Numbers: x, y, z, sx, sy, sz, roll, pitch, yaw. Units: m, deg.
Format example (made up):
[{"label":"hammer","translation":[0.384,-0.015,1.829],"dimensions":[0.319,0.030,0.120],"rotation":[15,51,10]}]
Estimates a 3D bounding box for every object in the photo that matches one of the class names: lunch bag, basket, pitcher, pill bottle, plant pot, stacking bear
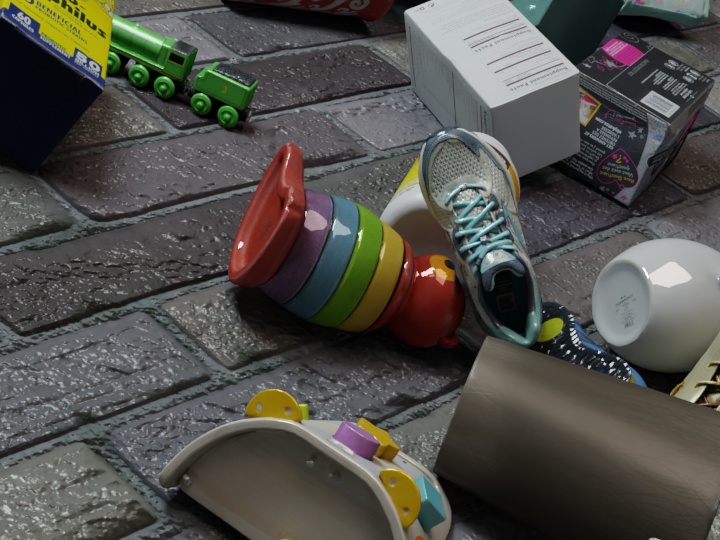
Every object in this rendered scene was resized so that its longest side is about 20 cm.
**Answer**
[{"label":"lunch bag","translation":[0.402,-0.436,2.275],"dimensions":[0.169,0.123,0.201],"rotation":[4,43,-34]},{"label":"basket","translation":[0.166,0.139,1.183],"dimensions":[0.198,0.137,0.181],"rotation":[23,29,8]},{"label":"pitcher","translation":[0.327,0.023,1.439],"dimensions":[0.198,0.171,0.123],"rotation":[4,62,-33]},{"label":"pill bottle","translation":[0.087,-0.058,1.460],"dimensions":[0.108,0.110,0.200],"rotation":[25,30,4]},{"label":"plant pot","translation":[0.209,-0.318,1.849],"dimensions":[0.141,0.142,0.200],"rotation":[32,2,16]},{"label":"stacking bear","translation":[0.000,0.000,1.312],"dimensions":[0.198,0.114,0.122],"rotation":[25,27,-18]}]

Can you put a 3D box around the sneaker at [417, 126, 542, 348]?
[{"label":"sneaker","translation":[0.110,-0.026,1.312],"dimensions":[0.077,0.202,0.086],"rotation":[-24,14,2]}]

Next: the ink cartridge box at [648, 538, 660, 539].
[{"label":"ink cartridge box","translation":[0.192,0.287,0.887],"dimensions":[0.144,0.202,0.145],"rotation":[20,30,-5]}]

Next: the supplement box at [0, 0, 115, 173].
[{"label":"supplement box","translation":[-0.295,-0.201,1.399],"dimensions":[0.108,0.110,0.201],"rotation":[35,24,-25]}]

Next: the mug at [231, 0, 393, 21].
[{"label":"mug","translation":[-0.078,-0.368,1.854],"dimensions":[0.198,0.135,0.177],"rotation":[-2,11,-29]}]

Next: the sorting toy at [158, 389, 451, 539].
[{"label":"sorting toy","translation":[-0.008,0.149,1.106],"dimensions":[0.199,0.108,0.180],"rotation":[32,12,16]}]

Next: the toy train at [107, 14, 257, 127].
[{"label":"toy train","translation":[-0.194,-0.205,1.558],"dimensions":[0.198,0.057,0.042],"rotation":[25,30,3]}]

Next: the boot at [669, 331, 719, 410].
[{"label":"boot","translation":[0.310,0.092,1.325],"dimensions":[0.073,0.157,0.199],"rotation":[37,35,21]}]

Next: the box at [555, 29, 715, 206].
[{"label":"box","translation":[0.305,-0.175,1.794],"dimensions":[0.131,0.116,0.200],"rotation":[32,32,13]}]

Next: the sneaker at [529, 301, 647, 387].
[{"label":"sneaker","translation":[0.189,0.093,1.342],"dimensions":[0.079,0.066,0.200],"rotation":[53,-4,-29]}]

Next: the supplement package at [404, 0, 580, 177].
[{"label":"supplement package","translation":[0.142,-0.205,1.699],"dimensions":[0.108,0.115,0.201],"rotation":[-23,47,-14]}]
